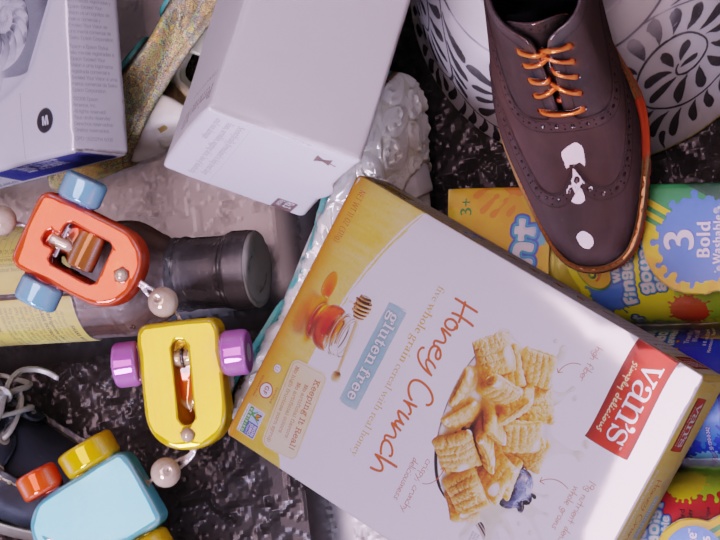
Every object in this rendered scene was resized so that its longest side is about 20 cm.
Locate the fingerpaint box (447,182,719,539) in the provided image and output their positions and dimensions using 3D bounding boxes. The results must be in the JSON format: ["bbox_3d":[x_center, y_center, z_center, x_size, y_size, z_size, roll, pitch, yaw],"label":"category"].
[{"bbox_3d":[0.127,0.061,1.265,0.166,0.073,0.201,0,84,21],"label":"fingerpaint box"}]

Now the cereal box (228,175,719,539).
[{"bbox_3d":[0.051,0.064,1.235,0.200,0.039,0.144,30,98,25],"label":"cereal box"}]

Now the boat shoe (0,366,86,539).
[{"bbox_3d":[-0.205,0.078,1.374,0.199,0.075,0.062,25,122,11],"label":"boat shoe"}]

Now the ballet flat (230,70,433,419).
[{"bbox_3d":[0.000,0.000,1.328,0.072,0.072,0.201,30,103,21],"label":"ballet flat"}]

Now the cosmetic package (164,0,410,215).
[{"bbox_3d":[-0.021,-0.139,1.280,0.081,0.113,0.201,21,71,-10],"label":"cosmetic package"}]

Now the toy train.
[{"bbox_3d":[-0.134,0.060,1.320,0.150,0.056,0.201,21,94,9],"label":"toy train"}]

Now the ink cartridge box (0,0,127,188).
[{"bbox_3d":[-0.202,-0.142,1.390,0.199,0.041,0.201,-12,78,45],"label":"ink cartridge box"}]

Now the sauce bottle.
[{"bbox_3d":[-0.144,0.007,1.380,0.199,0.065,0.065,-2,84,20],"label":"sauce bottle"}]

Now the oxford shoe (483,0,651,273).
[{"bbox_3d":[0.085,-0.092,1.205,0.071,0.073,0.201,-11,98,18],"label":"oxford shoe"}]

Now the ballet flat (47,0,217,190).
[{"bbox_3d":[-0.088,-0.110,1.373,0.071,0.071,0.200,38,98,20],"label":"ballet flat"}]

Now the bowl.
[{"bbox_3d":[0.104,-0.156,1.286,0.200,0.094,0.202,-2,84,20],"label":"bowl"}]
